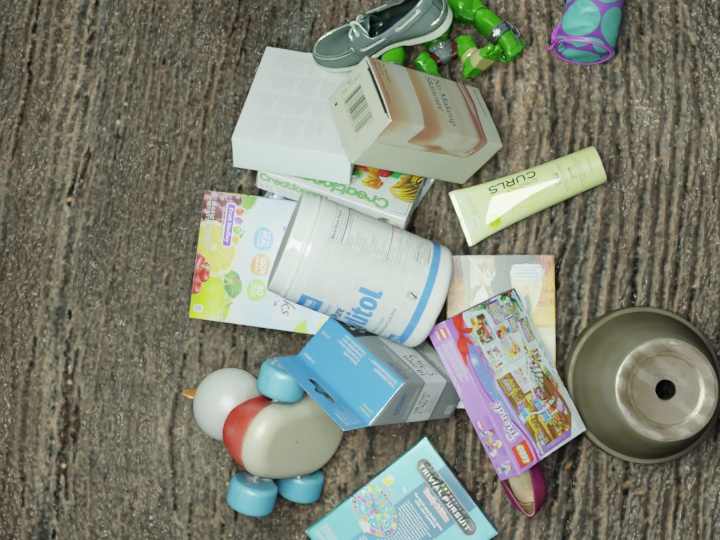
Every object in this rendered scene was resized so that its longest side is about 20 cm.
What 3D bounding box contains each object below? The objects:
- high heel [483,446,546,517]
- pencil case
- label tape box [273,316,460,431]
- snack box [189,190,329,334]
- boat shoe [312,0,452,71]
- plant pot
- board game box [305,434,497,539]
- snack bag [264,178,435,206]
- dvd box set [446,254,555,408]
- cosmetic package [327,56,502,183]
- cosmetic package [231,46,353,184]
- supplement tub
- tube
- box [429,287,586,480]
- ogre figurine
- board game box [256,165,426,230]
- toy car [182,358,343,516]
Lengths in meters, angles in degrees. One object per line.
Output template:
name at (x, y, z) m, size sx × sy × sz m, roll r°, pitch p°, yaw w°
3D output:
high heel at (0.177, 0.203, 1.191) m, size 0.067 × 0.096 × 0.201 m, roll -29°, pitch 98°, yaw 13°
pencil case at (0.302, -0.376, 1.257) m, size 0.091 × 0.085 × 0.202 m, roll 10°, pitch 86°, yaw -9°
label tape box at (0.017, 0.119, 1.168) m, size 0.144 × 0.199 × 0.064 m, roll 40°, pitch 113°, yaw 35°
snack box at (-0.113, -0.009, 1.265) m, size 0.198 × 0.068 × 0.171 m, roll 7°, pitch 90°, yaw 5°
boat shoe at (0.016, -0.309, 1.215) m, size 0.198 × 0.062 × 0.074 m, roll -11°, pitch 64°, yaw 29°
plant pot at (0.353, 0.142, 1.167) m, size 0.198 × 0.174 × 0.202 m, roll 0°, pitch 87°, yaw 6°
board game box at (0.053, 0.336, 1.247) m, size 0.199 × 0.047 × 0.151 m, roll -38°, pitch 82°, yaw 2°
snack bag at (-0.019, -0.108, 1.303) m, size 0.188 × 0.021 × 0.201 m, roll 34°, pitch 90°, yaw 7°
dvd box set at (0.183, 0.080, 1.261) m, size 0.145 × 0.029 × 0.202 m, roll 0°, pitch 85°, yaw 6°
cosmetic package at (0.070, -0.183, 1.197) m, size 0.087 × 0.199 × 0.104 m, roll -41°, pitch 59°, yaw 38°
cosmetic package at (-0.070, -0.203, 1.241) m, size 0.149 × 0.052 × 0.201 m, roll 8°, pitch 47°, yaw 5°
supplement tub at (0.000, 0.000, 1.162) m, size 0.198 × 0.132 × 0.133 m, roll 20°, pitch 88°, yaw -8°
tube at (0.221, -0.102, 1.265) m, size 0.198 × 0.052 × 0.058 m, roll -21°, pitch 43°, yaw 9°
box at (0.180, 0.135, 1.182) m, size 0.136 × 0.039 × 0.201 m, roll -21°, pitch 81°, yaw -39°
ogre figurine at (0.102, -0.300, 1.262) m, size 0.199 × 0.098 × 0.121 m, roll -29°, pitch 72°, yaw 10°
board game box at (-0.019, -0.125, 1.241) m, size 0.198 × 0.035 × 0.127 m, roll 19°, pitch 48°, yaw 6°
toy car at (-0.138, 0.182, 1.249) m, size 0.199 × 0.176 × 0.186 m, roll 23°, pitch 103°, yaw 35°
